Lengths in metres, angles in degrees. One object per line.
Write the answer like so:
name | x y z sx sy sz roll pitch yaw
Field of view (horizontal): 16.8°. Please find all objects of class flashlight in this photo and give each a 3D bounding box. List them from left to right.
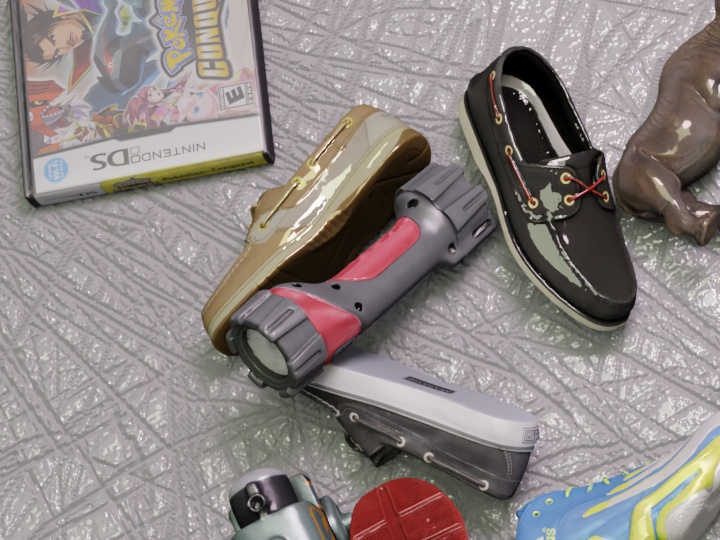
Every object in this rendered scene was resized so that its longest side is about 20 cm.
flashlight | 0.000 0.000 1.596 0.068 0.068 0.200 16 48 42

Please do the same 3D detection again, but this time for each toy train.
toy train | -0.026 0.217 1.547 0.085 0.114 0.201 -25 70 3

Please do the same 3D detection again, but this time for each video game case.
video game case | -0.159 -0.157 1.736 0.179 0.026 0.201 -10 72 9

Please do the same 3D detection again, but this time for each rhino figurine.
rhino figurine | 0.235 -0.112 1.619 0.087 0.060 0.201 21 76 28

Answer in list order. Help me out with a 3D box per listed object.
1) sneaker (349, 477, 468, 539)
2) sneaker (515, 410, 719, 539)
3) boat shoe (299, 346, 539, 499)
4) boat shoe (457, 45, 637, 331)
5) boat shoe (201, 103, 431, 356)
sneaker | 0.057 0.229 1.545 0.078 0.116 0.200 -23 40 -6
sneaker | 0.159 0.154 1.547 0.105 0.076 0.200 35 84 20
boat shoe | 0.023 0.100 1.602 0.199 0.070 0.067 17 101 22
boat shoe | 0.129 -0.055 1.612 0.073 0.063 0.202 -10 65 -34
boat shoe | -0.039 -0.029 1.654 0.200 0.074 0.066 -45 57 -5
